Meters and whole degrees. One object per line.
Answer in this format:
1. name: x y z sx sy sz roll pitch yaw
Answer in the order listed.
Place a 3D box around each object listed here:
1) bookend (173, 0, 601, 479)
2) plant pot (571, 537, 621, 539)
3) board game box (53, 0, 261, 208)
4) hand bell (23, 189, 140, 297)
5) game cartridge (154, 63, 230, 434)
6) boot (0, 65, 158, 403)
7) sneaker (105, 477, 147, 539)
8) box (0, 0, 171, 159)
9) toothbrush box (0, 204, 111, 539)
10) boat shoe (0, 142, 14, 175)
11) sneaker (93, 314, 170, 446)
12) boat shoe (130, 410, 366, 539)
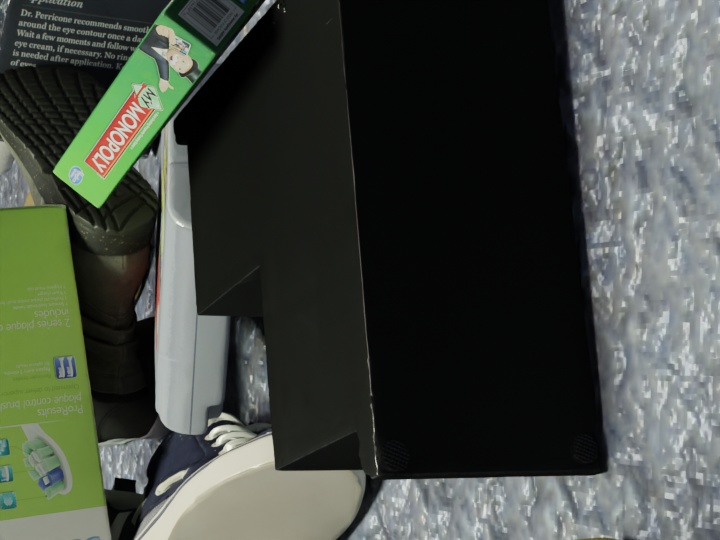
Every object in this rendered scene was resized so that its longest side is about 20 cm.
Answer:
1. bookend: 0.000 0.000 0.714 0.199 0.091 0.202 145 123 -61
2. plant pot: 0.046 0.196 0.486 0.195 0.192 0.203 178 89 -65
3. board game box: -0.053 -0.130 0.779 0.135 0.029 0.201 -44 11 53
4. hand bell: -0.195 -0.070 1.176 0.105 0.103 0.201 119 156 -43
5. game cartridge: -0.086 -0.026 0.902 0.201 0.040 0.134 -103 21 -61
6. boot: -0.169 -0.022 1.003 0.200 0.067 0.132 -124 34 -47
7. sneaker: -0.143 0.193 1.018 0.200 0.079 0.131 121 150 -53
8. box: -0.188 -0.210 1.122 0.197 0.116 0.202 56 135 53
9. toothbrush box: -0.201 0.081 0.935 0.145 0.085 0.202 -31 66 62
10. boat shoe: -0.323 -0.142 1.467 0.200 0.070 0.070 49 127 48
11. sneaker: -0.175 0.070 1.074 0.200 0.098 0.072 -30 58 59
12. boat shoe: -0.061 0.099 0.863 0.200 0.074 0.093 -39 34 44
